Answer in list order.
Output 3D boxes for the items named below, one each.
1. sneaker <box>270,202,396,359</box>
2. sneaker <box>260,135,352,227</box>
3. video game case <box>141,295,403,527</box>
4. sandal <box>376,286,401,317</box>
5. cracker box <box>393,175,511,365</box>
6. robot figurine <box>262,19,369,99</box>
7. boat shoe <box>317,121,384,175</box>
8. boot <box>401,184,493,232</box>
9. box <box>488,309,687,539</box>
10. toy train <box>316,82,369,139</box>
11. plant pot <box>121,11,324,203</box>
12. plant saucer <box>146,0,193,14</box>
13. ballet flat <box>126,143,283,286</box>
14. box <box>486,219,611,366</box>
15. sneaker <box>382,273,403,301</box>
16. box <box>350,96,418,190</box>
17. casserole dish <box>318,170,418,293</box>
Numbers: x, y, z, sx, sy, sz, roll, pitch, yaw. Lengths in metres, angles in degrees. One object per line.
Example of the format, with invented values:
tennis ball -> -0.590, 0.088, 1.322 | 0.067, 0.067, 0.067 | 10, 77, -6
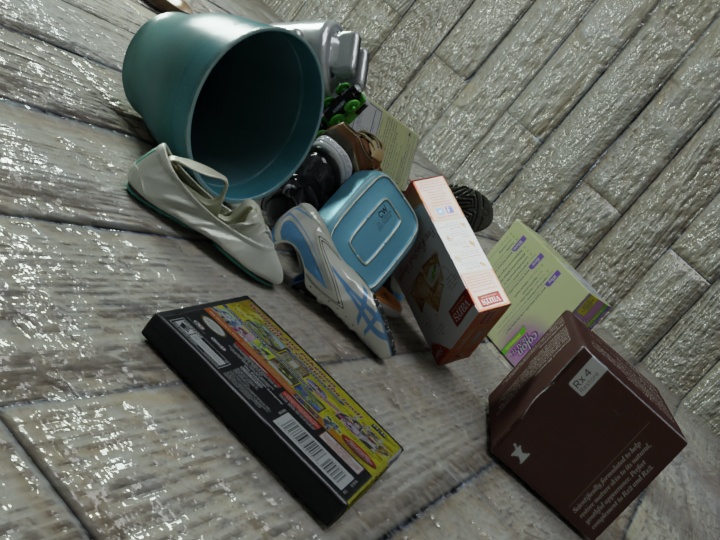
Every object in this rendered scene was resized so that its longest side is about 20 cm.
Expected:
sneaker -> -0.029, 0.021, 1.096 | 0.201, 0.072, 0.072 | 54, -1, -10
sneaker -> -0.073, -0.082, 1.265 | 0.075, 0.114, 0.201 | 42, -23, 16
video game case -> -0.062, 0.102, 0.791 | 0.200, 0.026, 0.180 | 43, 13, 10
sandal -> -0.003, -0.005, 1.246 | 0.205, 0.059, 0.079 | 28, 18, -47
cracker box -> 0.103, 0.000, 1.271 | 0.057, 0.135, 0.203 | -12, 62, -28
robot figurine -> -0.088, -0.279, 1.338 | 0.196, 0.115, 0.170 | 1, -23, 20
boat shoe -> -0.008, -0.155, 1.313 | 0.076, 0.074, 0.200 | 43, -8, 11
boot -> 0.115, -0.071, 1.476 | 0.178, 0.074, 0.200 | 8, -12, 13
box -> 0.266, 0.179, 1.199 | 0.164, 0.166, 0.200 | 41, 13, -2
toy train -> -0.062, -0.176, 1.323 | 0.056, 0.199, 0.042 | 11, 45, -55
plant pot -> -0.175, -0.208, 1.147 | 0.186, 0.203, 0.199 | 30, 4, 35
plant saucer -> -0.412, -0.554, 1.919 | 0.199, 0.032, 0.201 | 39, 12, -10
ballet flat -> -0.141, -0.057, 0.991 | 0.199, 0.070, 0.070 | 36, 13, -26
box -> 0.288, 0.052, 1.673 | 0.096, 0.177, 0.201 | 24, 20, -50
sneaker -> 0.061, -0.013, 1.415 | 0.075, 0.087, 0.200 | 43, 14, 4
box -> -0.038, -0.205, 1.525 | 0.173, 0.099, 0.199 | 11, -9, 37
casserole dish -> 0.008, -0.043, 1.190 | 0.122, 0.038, 0.201 | 54, 48, -16
